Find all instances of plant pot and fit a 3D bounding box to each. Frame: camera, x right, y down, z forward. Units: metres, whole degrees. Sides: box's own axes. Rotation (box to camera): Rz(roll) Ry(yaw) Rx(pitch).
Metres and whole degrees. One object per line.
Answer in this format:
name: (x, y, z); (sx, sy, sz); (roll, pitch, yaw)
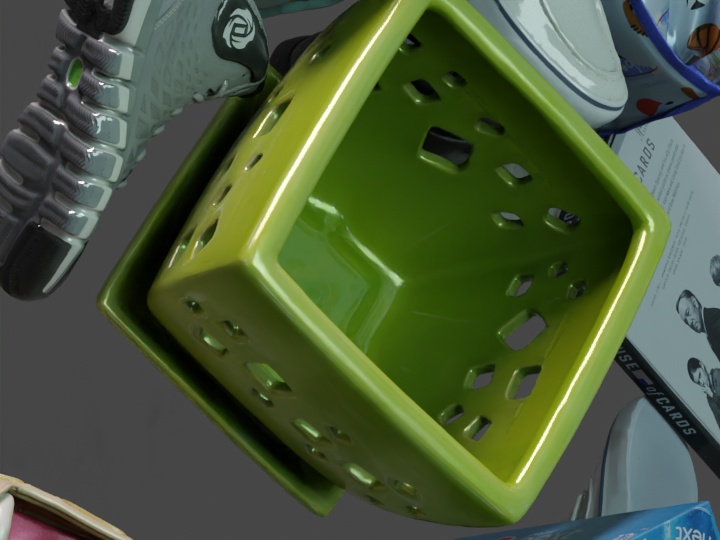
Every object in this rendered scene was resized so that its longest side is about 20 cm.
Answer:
plant pot: (0.000, 0.000, 1.452); (0.200, 0.181, 0.199); (45, 58, -23)

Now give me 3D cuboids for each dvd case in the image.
dvd case: (0.185, 0.010, 1.670); (0.200, 0.025, 0.151); (47, 47, -27)

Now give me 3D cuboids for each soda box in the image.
soda box: (0.096, 0.165, 1.481); (0.068, 0.200, 0.064); (-21, 94, -38)

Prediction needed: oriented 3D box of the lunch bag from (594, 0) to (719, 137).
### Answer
lunch bag: (0.115, -0.170, 1.586); (0.124, 0.170, 0.201); (-26, 95, -35)

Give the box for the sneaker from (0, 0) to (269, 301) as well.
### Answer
sneaker: (-0.099, -0.072, 1.414); (0.115, 0.075, 0.201); (3, 118, -43)

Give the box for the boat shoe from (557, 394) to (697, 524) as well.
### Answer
boat shoe: (0.133, 0.146, 1.600); (0.074, 0.065, 0.200); (53, 32, -23)

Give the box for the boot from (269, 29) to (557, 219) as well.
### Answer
boot: (0.055, -0.071, 1.541); (0.200, 0.130, 0.068); (33, 63, -29)

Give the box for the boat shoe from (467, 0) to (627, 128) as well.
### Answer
boat shoe: (0.084, -0.168, 1.480); (0.201, 0.070, 0.071); (59, 31, 7)

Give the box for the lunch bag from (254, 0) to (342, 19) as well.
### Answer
lunch bag: (-0.100, -0.228, 1.460); (0.199, 0.122, 0.171); (18, 71, -40)

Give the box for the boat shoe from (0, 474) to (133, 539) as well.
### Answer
boat shoe: (-0.179, 0.120, 1.359); (0.199, 0.069, 0.074); (19, 70, -34)
